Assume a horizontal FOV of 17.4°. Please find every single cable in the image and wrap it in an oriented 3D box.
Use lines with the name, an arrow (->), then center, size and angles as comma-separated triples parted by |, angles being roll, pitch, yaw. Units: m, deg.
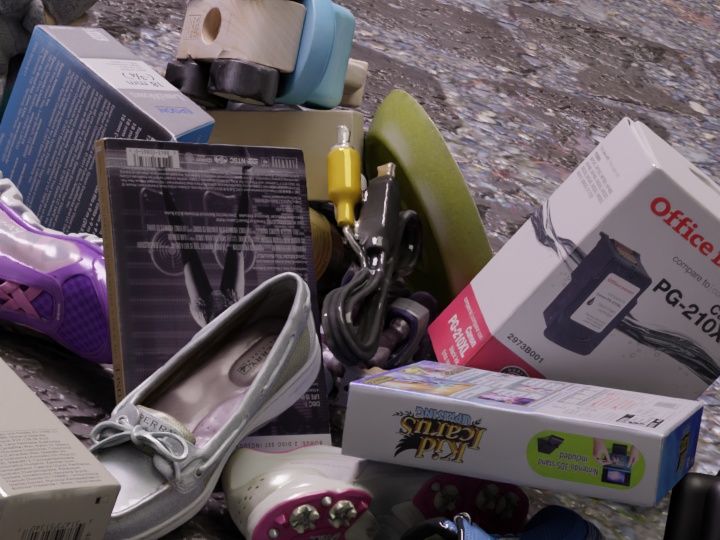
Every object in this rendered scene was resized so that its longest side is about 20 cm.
cable -> 0.000, 0.000, 1.542 | 0.050, 0.097, 0.200 | -12, 42, 23

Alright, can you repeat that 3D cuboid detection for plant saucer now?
plant saucer -> 0.047, -0.029, 1.664 | 0.031, 0.200, 0.200 | -21, 36, -12

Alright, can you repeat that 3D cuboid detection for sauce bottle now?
sauce bottle -> -0.052, -0.016, 1.608 | 0.065, 0.065, 0.200 | 32, 1, 24

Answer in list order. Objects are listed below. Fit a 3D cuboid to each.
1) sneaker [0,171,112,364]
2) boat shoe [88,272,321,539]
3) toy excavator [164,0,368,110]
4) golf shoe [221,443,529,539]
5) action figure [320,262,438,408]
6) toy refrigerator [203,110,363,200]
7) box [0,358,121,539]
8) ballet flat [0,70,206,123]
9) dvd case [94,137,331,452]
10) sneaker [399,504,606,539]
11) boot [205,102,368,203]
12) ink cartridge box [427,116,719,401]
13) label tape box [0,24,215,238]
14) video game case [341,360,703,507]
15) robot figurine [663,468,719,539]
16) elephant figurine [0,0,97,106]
sneaker -> -0.218, 0.005, 1.467 | 0.200, 0.081, 0.088 | 31, 30, 34
boat shoe -> -0.096, 0.079, 1.329 | 0.074, 0.065, 0.202 | 31, 54, 28
toy excavator -> -0.045, -0.150, 1.679 | 0.200, 0.100, 0.194 | 14, -4, -33
golf shoe -> 0.009, 0.131, 1.380 | 0.200, 0.076, 0.092 | 5, 24, -37
action figure -> -0.008, 0.055, 1.549 | 0.130, 0.069, 0.200 | 33, 28, 9
toy refrigerator -> -0.100, -0.077, 1.660 | 0.199, 0.070, 0.076 | 1, 2, 5
box -> -0.220, 0.090, 1.270 | 0.082, 0.069, 0.200 | 0, 30, -43
ballet flat -> -0.216, -0.132, 1.797 | 0.199, 0.068, 0.075 | 5, 11, -29
dvd case -> -0.087, 0.022, 1.421 | 0.148, 0.201, 0.016 | 1, -11, -39
sneaker -> 0.072, 0.166, 1.320 | 0.089, 0.079, 0.200 | 49, 27, 8
boot -> -0.031, -0.100, 1.858 | 0.200, 0.077, 0.168 | 21, 12, -30
ink cartridge box -> 0.166, 0.024, 1.543 | 0.145, 0.200, 0.084 | 37, 16, -22
label tape box -> -0.160, -0.052, 1.550 | 0.063, 0.145, 0.200 | -1, 32, -47
video game case -> 0.100, 0.093, 1.391 | 0.181, 0.046, 0.200 | 9, 4, 14
robot figurine -> 0.285, 0.178, 1.456 | 0.199, 0.125, 0.150 | 12, 36, -22
elephant figurine -> -0.264, -0.177, 1.673 | 0.155, 0.142, 0.200 | 33, 61, -5
